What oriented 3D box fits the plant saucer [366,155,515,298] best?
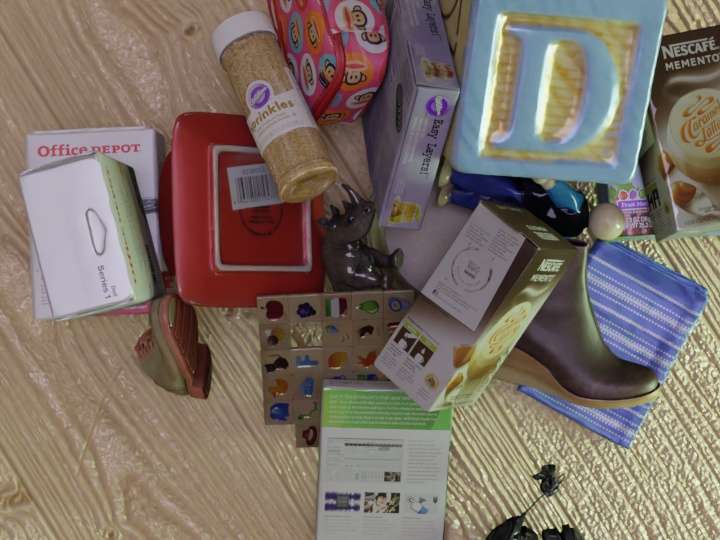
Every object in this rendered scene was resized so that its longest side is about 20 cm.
[{"bbox_3d":[0.105,-0.047,1.520,0.198,0.032,0.203,0,89,1],"label":"plant saucer"}]

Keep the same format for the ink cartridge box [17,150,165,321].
[{"bbox_3d":[-0.262,-0.031,1.356,0.083,0.200,0.146,-15,90,0],"label":"ink cartridge box"}]

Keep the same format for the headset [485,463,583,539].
[{"bbox_3d":[0.191,0.309,1.483,0.122,0.094,0.202,7,101,1],"label":"headset"}]

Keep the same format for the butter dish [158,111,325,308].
[{"bbox_3d":[-0.147,-0.060,1.475,0.199,0.147,0.202,0,88,-41],"label":"butter dish"}]

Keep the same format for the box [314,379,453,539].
[{"bbox_3d":[0.024,0.219,1.489,0.143,0.036,0.202,2,104,-5],"label":"box"}]

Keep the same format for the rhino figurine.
[{"bbox_3d":[0.000,0.000,1.472,0.087,0.060,0.202,2,120,28],"label":"rhino figurine"}]

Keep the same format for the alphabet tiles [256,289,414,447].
[{"bbox_3d":[-0.024,0.109,1.477,0.165,0.008,0.202,-3,122,-3],"label":"alphabet tiles"}]

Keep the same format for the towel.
[{"bbox_3d":[0.282,0.079,1.519,0.144,0.024,0.201,28,90,2],"label":"towel"}]

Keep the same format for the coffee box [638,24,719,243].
[{"bbox_3d":[0.347,-0.141,1.420,0.113,0.080,0.202,-11,83,-4],"label":"coffee box"}]

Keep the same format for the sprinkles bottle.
[{"bbox_3d":[-0.089,-0.169,1.413,0.068,0.068,0.201,-25,69,1],"label":"sprinkles bottle"}]

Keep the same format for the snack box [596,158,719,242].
[{"bbox_3d":[0.357,-0.122,1.493,0.198,0.068,0.171,-3,85,-3],"label":"snack box"}]

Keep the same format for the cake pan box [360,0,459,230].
[{"bbox_3d":[0.046,-0.174,1.411,0.052,0.201,0.185,5,132,-13],"label":"cake pan box"}]

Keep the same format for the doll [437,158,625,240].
[{"bbox_3d":[0.181,-0.072,1.446,0.198,0.137,0.049,17,63,10],"label":"doll"}]

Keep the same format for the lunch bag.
[{"bbox_3d":[-0.040,-0.259,1.459,0.081,0.176,0.202,-7,72,-21],"label":"lunch bag"}]

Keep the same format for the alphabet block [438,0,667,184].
[{"bbox_3d":[0.173,-0.209,1.396,0.194,0.200,0.197,5,109,-12],"label":"alphabet block"}]

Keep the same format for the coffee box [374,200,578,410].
[{"bbox_3d":[0.117,0.037,1.381,0.080,0.114,0.201,40,108,23],"label":"coffee box"}]

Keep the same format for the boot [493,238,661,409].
[{"bbox_3d":[0.230,0.053,1.458,0.198,0.072,0.168,10,113,12],"label":"boot"}]

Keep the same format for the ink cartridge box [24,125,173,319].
[{"bbox_3d":[-0.284,-0.051,1.499,0.143,0.084,0.202,-3,90,1],"label":"ink cartridge box"}]

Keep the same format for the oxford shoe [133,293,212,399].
[{"bbox_3d":[-0.207,0.085,1.445,0.074,0.201,0.071,3,60,5],"label":"oxford shoe"}]
